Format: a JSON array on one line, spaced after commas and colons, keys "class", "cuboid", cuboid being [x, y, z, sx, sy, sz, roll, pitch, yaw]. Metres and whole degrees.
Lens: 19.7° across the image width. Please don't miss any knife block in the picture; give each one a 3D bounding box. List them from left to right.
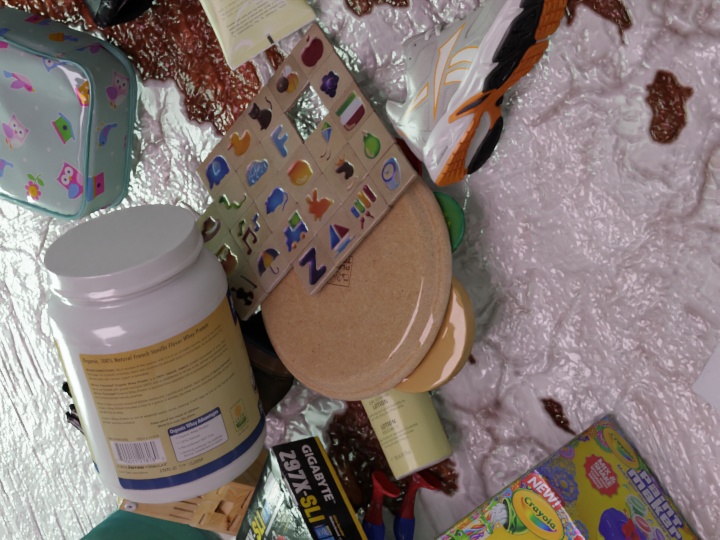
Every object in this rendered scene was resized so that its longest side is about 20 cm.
[{"class": "knife block", "cuboid": [-0.157, 0.132, 1.795, 0.176, 0.199, 0.064, -98, 31, -47]}]

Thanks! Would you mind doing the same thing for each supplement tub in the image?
[{"class": "supplement tub", "cuboid": [-0.162, 0.064, 1.621, 0.144, 0.144, 0.201, 5, 121, 35]}]

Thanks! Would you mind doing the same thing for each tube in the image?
[{"class": "tube", "cuboid": [-0.119, -0.260, 1.610, 0.058, 0.052, 0.201, -36, 84, 43]}, {"class": "tube", "cuboid": [0.011, 0.065, 1.646, 0.052, 0.058, 0.201, 112, 136, -80]}]

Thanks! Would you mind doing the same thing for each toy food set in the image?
[{"class": "toy food set", "cuboid": [0.000, 0.000, 1.597, 0.199, 0.048, 0.200, -11, 79, 39]}]

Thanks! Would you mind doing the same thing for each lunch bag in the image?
[{"class": "lunch bag", "cuboid": [-0.284, -0.132, 1.772, 0.199, 0.077, 0.162, 20, 119, 30]}]

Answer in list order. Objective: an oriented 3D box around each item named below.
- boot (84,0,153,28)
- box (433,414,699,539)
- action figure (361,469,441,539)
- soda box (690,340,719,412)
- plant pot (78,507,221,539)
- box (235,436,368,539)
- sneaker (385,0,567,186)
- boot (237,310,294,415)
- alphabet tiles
[{"class": "boot", "cuboid": [-0.246, -0.269, 1.692, 0.199, 0.076, 0.169, -30, 84, 33]}, {"class": "box", "cuboid": [0.156, 0.252, 1.558, 0.193, 0.122, 0.201, -42, 81, 37]}, {"class": "action figure", "cuboid": [0.019, 0.258, 1.698, 0.052, 0.065, 0.201, 39, 127, 41]}, {"class": "soda box", "cuboid": [0.304, 0.018, 1.401, 0.068, 0.064, 0.201, 39, 124, 20]}, {"class": "plant pot", "cuboid": [-0.223, 0.329, 1.823, 0.199, 0.188, 0.202, 13, 113, 33]}, {"class": "box", "cuboid": [-0.045, 0.258, 1.690, 0.160, 0.049, 0.201, 63, 150, 31]}, {"class": "sneaker", "cuboid": [0.074, -0.160, 1.503, 0.092, 0.075, 0.201, 43, 125, 21]}, {"class": "boot", "cuboid": [-0.141, 0.054, 1.736, 0.199, 0.075, 0.097, 35, 121, 19]}, {"class": "alphabet tiles", "cuboid": [-0.055, -0.064, 1.613, 0.200, 0.008, 0.168, -49, 56, 26]}]
